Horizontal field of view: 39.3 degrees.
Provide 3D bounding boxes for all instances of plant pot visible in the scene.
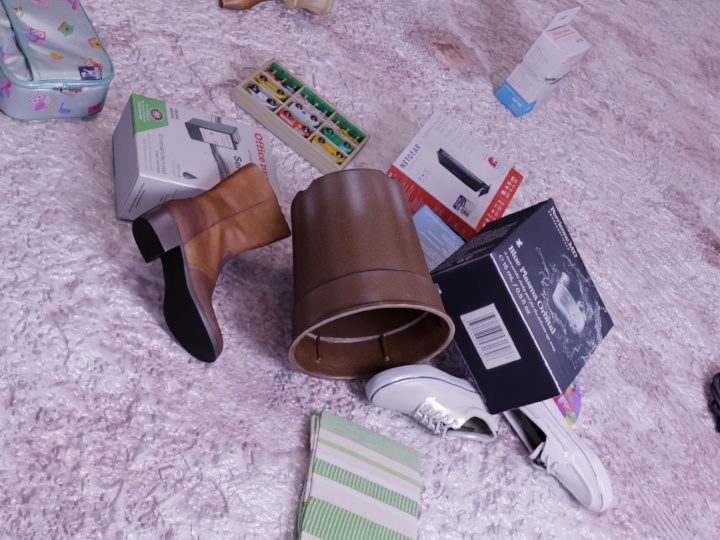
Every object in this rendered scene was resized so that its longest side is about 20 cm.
[{"bbox_3d":[0.000,0.000,1.216,0.197,0.200,0.202,9,58,-31],"label":"plant pot"}]

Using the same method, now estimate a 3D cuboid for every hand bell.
[{"bbox_3d":[-0.149,-0.460,1.681,0.198,0.105,0.105,-23,67,-34],"label":"hand bell"}]

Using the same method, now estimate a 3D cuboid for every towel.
[{"bbox_3d":[-0.001,0.262,1.134,0.151,0.023,0.202,26,39,-16],"label":"towel"}]

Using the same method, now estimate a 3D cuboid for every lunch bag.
[{"bbox_3d":[-0.415,-0.285,1.291,0.158,0.077,0.202,-8,58,-42],"label":"lunch bag"}]

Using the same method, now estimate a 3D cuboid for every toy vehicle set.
[{"bbox_3d":[-0.088,-0.233,1.536,0.199,0.027,0.125,38,39,-1],"label":"toy vehicle set"}]

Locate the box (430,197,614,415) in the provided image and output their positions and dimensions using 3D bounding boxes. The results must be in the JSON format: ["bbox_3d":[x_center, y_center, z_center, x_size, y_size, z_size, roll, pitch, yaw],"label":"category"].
[{"bbox_3d":[0.209,0.043,1.302,0.199,0.116,0.199,-37,101,-50],"label":"box"}]

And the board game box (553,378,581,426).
[{"bbox_3d":[0.245,0.133,1.432,0.198,0.039,0.159,36,39,-3],"label":"board game box"}]

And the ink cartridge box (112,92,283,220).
[{"bbox_3d":[-0.210,-0.128,1.295,0.197,0.084,0.148,11,47,-31],"label":"ink cartridge box"}]

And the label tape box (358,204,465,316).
[{"bbox_3d":[0.072,0.029,1.367,0.144,0.063,0.200,43,60,6],"label":"label tape box"}]

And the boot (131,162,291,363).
[{"bbox_3d":[-0.158,-0.012,1.198,0.199,0.068,0.191,-30,93,-47],"label":"boot"}]

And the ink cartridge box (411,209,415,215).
[{"bbox_3d":[0.150,-0.052,1.534,0.196,0.044,0.201,-19,65,-45],"label":"ink cartridge box"}]

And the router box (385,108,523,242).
[{"bbox_3d":[0.142,-0.135,1.533,0.178,0.049,0.201,37,41,-1],"label":"router box"}]

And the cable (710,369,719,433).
[{"bbox_3d":[0.633,0.233,1.641,0.160,0.051,0.203,14,48,-21],"label":"cable"}]

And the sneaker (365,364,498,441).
[{"bbox_3d":[0.098,0.170,1.257,0.197,0.073,0.072,12,42,-29],"label":"sneaker"}]

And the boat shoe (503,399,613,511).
[{"bbox_3d":[0.250,0.236,1.325,0.065,0.074,0.201,-22,63,-31],"label":"boat shoe"}]

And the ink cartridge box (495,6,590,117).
[{"bbox_3d":[0.354,-0.392,1.895,0.067,0.201,0.115,47,40,11],"label":"ink cartridge box"}]
